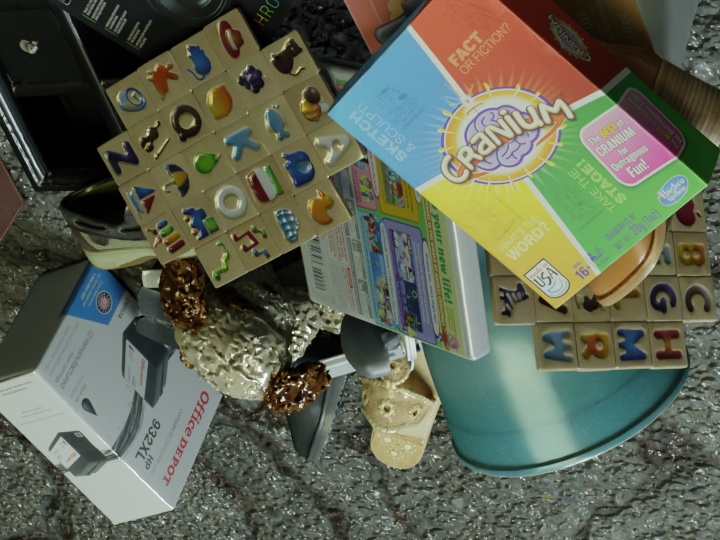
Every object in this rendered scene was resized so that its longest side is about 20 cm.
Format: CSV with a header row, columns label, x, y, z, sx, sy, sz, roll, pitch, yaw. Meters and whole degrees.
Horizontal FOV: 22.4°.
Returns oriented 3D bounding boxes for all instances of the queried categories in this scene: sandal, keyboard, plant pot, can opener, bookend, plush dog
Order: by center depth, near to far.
label,x,y,z,sx,sy,sz,roll,pitch,yaw
plant pot,0.127,0.023,1.391,0.199,0.200,0.189,-11,115,33
bookend,-0.188,-0.164,1.398,0.198,0.093,0.200,1,135,23
can opener,0.000,0.000,1.410,0.066,0.201,0.054,-15,137,-7
plush dog,-0.106,0.041,1.488,0.199,0.172,0.161,36,104,-14
keyboard,0.017,0.071,1.547,0.198,0.011,0.056,-16,168,7
sandal,0.034,0.126,1.627,0.077,0.070,0.213,14,139,10

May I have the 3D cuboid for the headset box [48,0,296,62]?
label,x,y,z,sx,sy,sz,roll,pitch,yaw
headset box,-0.133,-0.243,1.288,0.199,0.093,0.174,32,138,-10

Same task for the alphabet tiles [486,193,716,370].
label,x,y,z,sx,sy,sz,roll,pitch,yaw
alphabet tiles,0.174,-0.012,1.312,0.198,0.168,0.006,0,169,-30

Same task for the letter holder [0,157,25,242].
label,x,y,z,sx,sy,sz,roll,pitch,yaw
letter holder,-0.391,-0.082,1.540,0.100,0.143,0.201,0,135,24

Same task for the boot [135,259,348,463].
label,x,y,z,sx,sy,sz,roll,pitch,yaw
boot,-0.110,0.083,1.648,0.198,0.066,0.166,18,131,1

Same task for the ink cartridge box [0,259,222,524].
label,x,y,z,sx,sy,sz,roll,pitch,yaw
ink cartridge box,-0.235,0.112,1.677,0.083,0.146,0.200,-17,126,36

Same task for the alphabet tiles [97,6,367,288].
label,x,y,z,sx,sy,sz,roll,pitch,yaw
alphabet tiles,-0.095,-0.085,1.299,0.199,0.006,0.167,-26,97,31

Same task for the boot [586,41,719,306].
label,x,y,z,sx,sy,sz,roll,pitch,yaw
boot,0.140,-0.072,1.199,0.154,0.077,0.201,22,142,2

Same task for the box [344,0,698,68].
label,x,y,z,sx,sy,sz,roll,pitch,yaw
box,0.105,-0.193,1.223,0.198,0.107,0.153,-7,132,30

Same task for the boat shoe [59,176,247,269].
label,x,y,z,sx,sy,sz,roll,pitch,yaw
boat shoe,-0.154,-0.051,1.379,0.200,0.072,0.066,-14,135,41

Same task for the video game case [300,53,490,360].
label,x,y,z,sx,sy,sz,roll,pitch,yaw
video game case,0.012,-0.050,1.286,0.181,0.022,0.202,19,126,46

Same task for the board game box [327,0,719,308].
label,x,y,z,sx,sy,sz,roll,pitch,yaw
board game box,0.100,-0.087,1.136,0.200,0.040,0.153,39,132,-8
